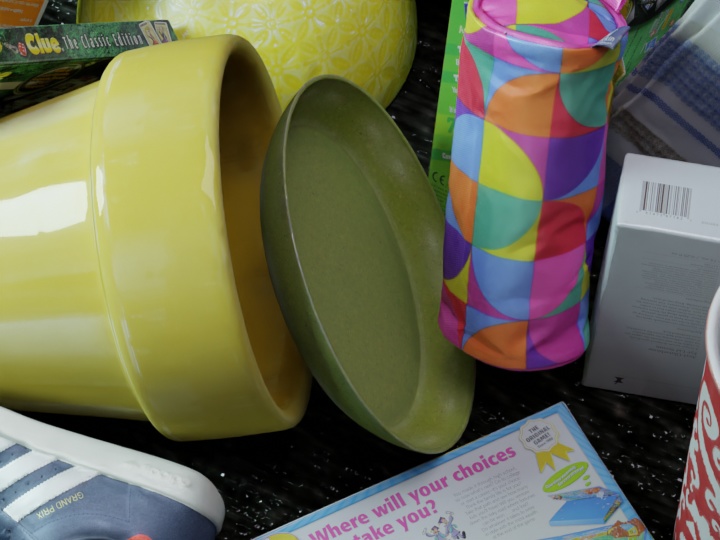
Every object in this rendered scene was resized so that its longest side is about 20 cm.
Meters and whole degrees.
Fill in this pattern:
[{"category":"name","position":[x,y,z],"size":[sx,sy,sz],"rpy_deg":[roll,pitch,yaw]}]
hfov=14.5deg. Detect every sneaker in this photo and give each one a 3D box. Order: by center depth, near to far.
[{"category":"sneaker","position":[-0.171,0.121,1.398],"size":[0.199,0.075,0.085],"rpy_deg":[14,67,13]}]

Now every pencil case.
[{"category":"pencil case","position":[0.089,-0.050,1.422],"size":[0.088,0.201,0.089],"rpy_deg":[6,30,-3]}]

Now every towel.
[{"category":"towel","position":[0.197,-0.062,1.447],"size":[0.147,0.200,0.024],"rpy_deg":[40,51,0]}]

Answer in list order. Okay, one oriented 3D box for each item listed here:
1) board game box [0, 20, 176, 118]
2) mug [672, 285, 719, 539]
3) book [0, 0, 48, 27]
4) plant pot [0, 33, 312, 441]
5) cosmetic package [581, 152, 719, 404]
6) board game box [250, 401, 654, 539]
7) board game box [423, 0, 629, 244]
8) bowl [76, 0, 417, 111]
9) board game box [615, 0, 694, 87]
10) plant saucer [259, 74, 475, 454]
[{"category":"board game box","position":[-0.186,-0.097,1.458],"size":[0.104,0.200,0.024],"rpy_deg":[-23,85,27]},{"category":"mug","position":[0.233,0.104,1.355],"size":[0.177,0.200,0.133],"rpy_deg":[34,59,18]},{"category":"book","position":[-0.198,-0.189,1.490],"size":[0.048,0.133,0.201],"rpy_deg":[33,104,20]},{"category":"plant pot","position":[-0.135,-0.007,1.424],"size":[0.188,0.201,0.202],"rpy_deg":[-9,55,10]},{"category":"cosmetic package","position":[0.221,0.017,1.444],"size":[0.199,0.151,0.052],"rpy_deg":[10,54,2]},{"category":"board game box","position":[0.048,0.161,1.404],"size":[0.199,0.034,0.135],"rpy_deg":[-22,60,-18]},{"category":"board game box","position":[0.086,-0.093,1.477],"size":[0.095,0.201,0.030],"rpy_deg":[25,35,30]},{"category":"bowl","position":[-0.063,-0.172,1.582],"size":[0.199,0.108,0.201],"rpy_deg":[1,55,-2]},{"category":"board game box","position":[0.162,-0.139,1.582],"size":[0.023,0.105,0.201],"rpy_deg":[42,56,-20]},{"category":"plant saucer","position":[0.000,0.000,1.437],"size":[0.031,0.200,0.201],"rpy_deg":[-18,52,23]}]
